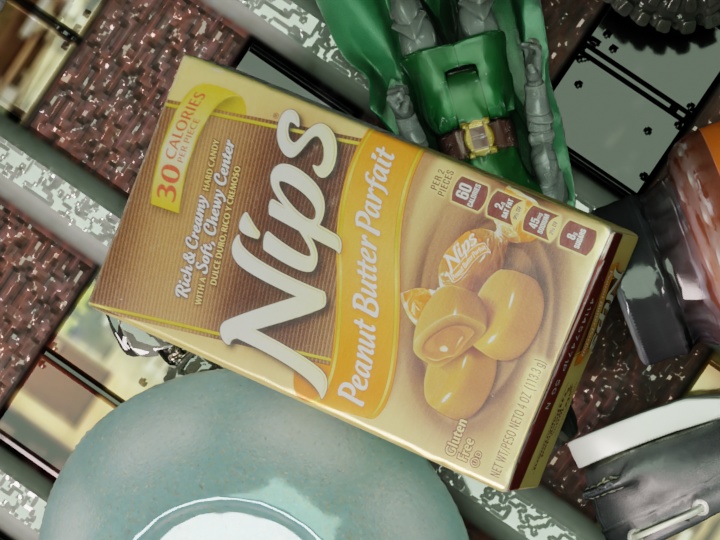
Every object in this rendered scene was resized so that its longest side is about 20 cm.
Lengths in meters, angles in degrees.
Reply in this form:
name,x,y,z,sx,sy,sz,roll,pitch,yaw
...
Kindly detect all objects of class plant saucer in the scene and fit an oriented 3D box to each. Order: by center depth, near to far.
name,x,y,z,sx,sy,sz,roll,pitch,yaw
plant saucer,-0.050,0.144,1.140,0.201,0.039,0.201,3,106,11

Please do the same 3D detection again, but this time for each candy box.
name,x,y,z,sx,sy,sz,roll,pitch,yaw
candy box,0.000,0.000,1.091,0.200,0.055,0.116,23,94,17

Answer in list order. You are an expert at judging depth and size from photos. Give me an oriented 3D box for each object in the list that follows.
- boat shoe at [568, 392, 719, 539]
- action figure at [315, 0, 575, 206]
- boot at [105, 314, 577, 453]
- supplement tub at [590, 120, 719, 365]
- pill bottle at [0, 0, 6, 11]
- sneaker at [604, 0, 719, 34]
name,x,y,z,sx,sy,sz,roll,pitch,yaw
boat shoe,0.191,0.067,1.130,0.200,0.076,0.060,-21,86,17
action figure,0.046,-0.080,1.155,0.118,0.055,0.200,-17,92,2
boot,-0.011,0.040,1.159,0.200,0.068,0.131,44,100,10
supplement tub,0.201,-0.026,1.110,0.200,0.107,0.107,-20,87,5
pill bottle,-0.205,-0.142,1.149,0.112,0.112,0.200,28,92,5
sneaker,0.072,-0.164,1.115,0.200,0.085,0.078,19,122,-24
